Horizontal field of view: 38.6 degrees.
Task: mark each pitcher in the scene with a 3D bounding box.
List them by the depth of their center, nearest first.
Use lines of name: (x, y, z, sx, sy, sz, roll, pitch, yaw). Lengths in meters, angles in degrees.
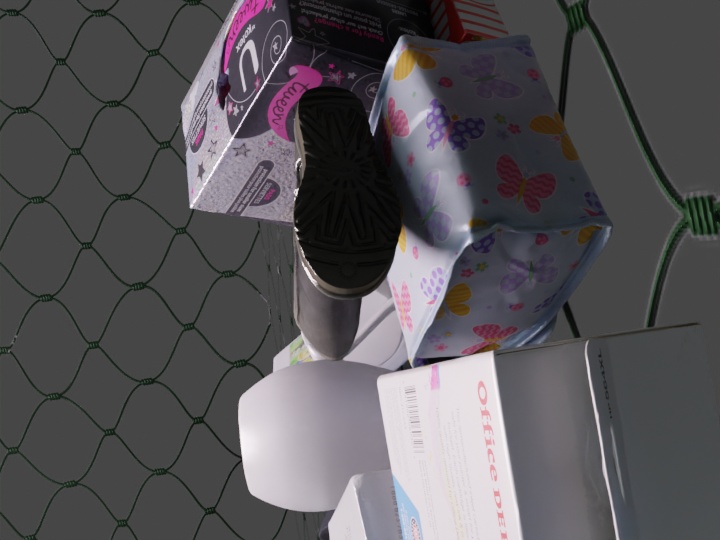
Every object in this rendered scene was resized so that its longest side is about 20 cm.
pitcher: (-0.002, 0.108, 0.864, 0.121, 0.197, 0.174, 88, 174, -76)

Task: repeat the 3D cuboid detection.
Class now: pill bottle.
pill bottle: (0.000, 0.000, 0.991, 0.201, 0.114, 0.117, -80, -9, -58)

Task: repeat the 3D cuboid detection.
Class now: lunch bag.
lunch bag: (0.071, -0.034, 0.713, 0.201, 0.125, 0.171, 112, 148, -50)

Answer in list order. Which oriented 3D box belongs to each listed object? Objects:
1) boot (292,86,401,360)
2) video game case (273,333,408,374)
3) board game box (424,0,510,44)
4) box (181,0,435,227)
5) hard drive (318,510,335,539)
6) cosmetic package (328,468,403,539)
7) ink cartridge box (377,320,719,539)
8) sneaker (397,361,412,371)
boot: (-0.021, -0.001, 0.717, 0.201, 0.071, 0.184, 103, 169, -48)
video game case: (-0.019, 0.084, 1.075, 0.022, 0.199, 0.183, 43, -163, -21)
board game box: (0.035, -0.163, 0.837, 0.201, 0.046, 0.153, -55, 39, 41)
box: (-0.046, -0.136, 0.791, 0.200, 0.130, 0.116, -49, 42, 45)
hard drive: (0.023, 0.292, 1.173, 0.200, 0.133, 0.043, 110, 170, -69)
cosmetic package: (0.076, 0.236, 0.747, 0.200, 0.164, 0.170, 106, 154, -67)
ink cartridge box: (0.106, 0.106, 0.565, 0.200, 0.123, 0.131, 154, 108, -70)
sneaker: (0.018, 0.041, 1.174, 0.073, 0.070, 0.203, 115, 146, -71)
